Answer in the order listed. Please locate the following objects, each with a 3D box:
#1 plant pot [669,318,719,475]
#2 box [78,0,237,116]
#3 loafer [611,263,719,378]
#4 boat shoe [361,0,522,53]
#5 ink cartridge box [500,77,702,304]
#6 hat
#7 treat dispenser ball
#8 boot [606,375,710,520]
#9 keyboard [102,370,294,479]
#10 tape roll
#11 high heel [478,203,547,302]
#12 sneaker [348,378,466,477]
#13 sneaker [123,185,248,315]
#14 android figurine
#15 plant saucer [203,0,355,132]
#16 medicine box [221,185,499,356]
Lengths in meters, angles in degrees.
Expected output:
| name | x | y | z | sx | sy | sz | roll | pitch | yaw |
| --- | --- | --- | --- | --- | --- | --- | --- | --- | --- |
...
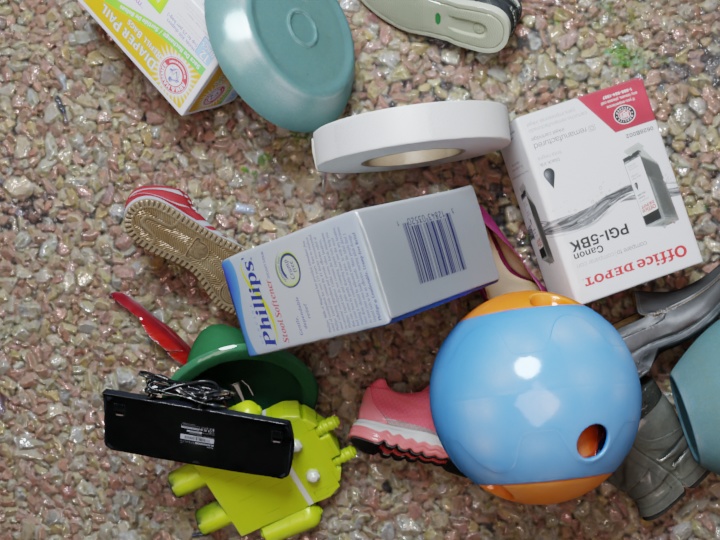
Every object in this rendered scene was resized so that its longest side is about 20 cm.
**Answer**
| name | x | y | z | sx | sy | sz | roll | pitch | yaw |
| --- | --- | --- | --- | --- | --- | --- | --- | --- | --- |
| plant pot | 0.383 | 0.129 | 0.818 | 0.134 | 0.200 | 0.202 | -17 | 89 | 12 |
| box | -0.201 | -0.282 | 0.903 | 0.200 | 0.101 | 0.113 | 47 | 124 | 4 |
| loafer | 0.313 | 0.049 | 0.886 | 0.200 | 0.073 | 0.072 | -40 | 82 | 4 |
| boat shoe | 0.079 | -0.301 | 0.918 | 0.199 | 0.072 | 0.068 | 24 | 57 | 12 |
| ink cartridge box | 0.246 | -0.077 | 0.873 | 0.146 | 0.083 | 0.202 | -19 | 89 | -5 |
| hat | -0.156 | 0.084 | 0.961 | 0.165 | 0.177 | 0.200 | -38 | 129 | 15 |
| treat dispenser ball | 0.166 | 0.121 | 0.806 | 0.199 | 0.201 | 0.203 | 0 | 91 | 6 |
| boot | 0.274 | 0.220 | 0.897 | 0.199 | 0.068 | 0.131 | -38 | 93 | 7 |
| keyboard | -0.163 | 0.151 | 0.863 | 0.198 | 0.040 | 0.105 | 10 | 119 | -1 |
| tape roll | 0.050 | -0.131 | 0.847 | 0.201 | 0.203 | 0.037 | -8 | 90 | 6 |
| high heel | 0.153 | 0.013 | 0.889 | 0.067 | 0.096 | 0.200 | -40 | 87 | 5 |
| sneaker | 0.091 | 0.168 | 0.912 | 0.198 | 0.074 | 0.087 | 14 | 66 | -3 |
| sneaker | -0.181 | -0.027 | 0.949 | 0.200 | 0.112 | 0.071 | 39 | 93 | -26 |
| android figurine | -0.103 | 0.220 | 0.923 | 0.199 | 0.041 | 0.183 | -23 | 115 | 4 |
| plant saucer | -0.069 | -0.245 | 0.868 | 0.036 | 0.199 | 0.202 | -16 | 89 | 43 |
| medicine box | 0.000 | 0.000 | 0.825 | 0.199 | 0.181 | 0.104 | -17 | 89 | 43 |
